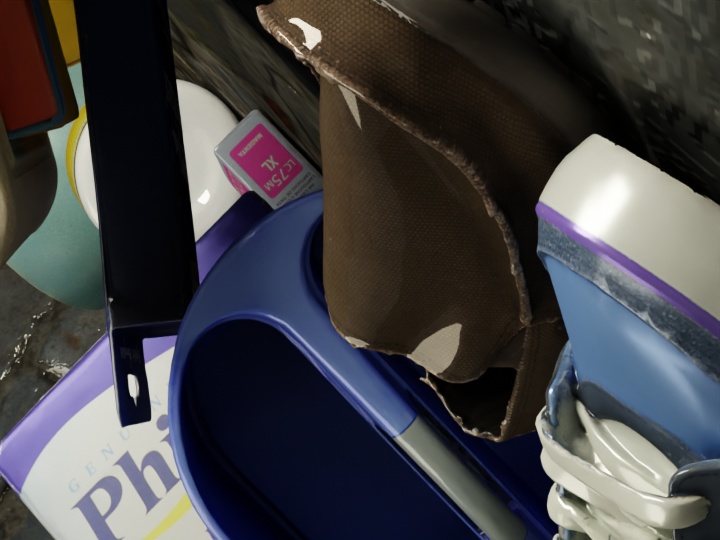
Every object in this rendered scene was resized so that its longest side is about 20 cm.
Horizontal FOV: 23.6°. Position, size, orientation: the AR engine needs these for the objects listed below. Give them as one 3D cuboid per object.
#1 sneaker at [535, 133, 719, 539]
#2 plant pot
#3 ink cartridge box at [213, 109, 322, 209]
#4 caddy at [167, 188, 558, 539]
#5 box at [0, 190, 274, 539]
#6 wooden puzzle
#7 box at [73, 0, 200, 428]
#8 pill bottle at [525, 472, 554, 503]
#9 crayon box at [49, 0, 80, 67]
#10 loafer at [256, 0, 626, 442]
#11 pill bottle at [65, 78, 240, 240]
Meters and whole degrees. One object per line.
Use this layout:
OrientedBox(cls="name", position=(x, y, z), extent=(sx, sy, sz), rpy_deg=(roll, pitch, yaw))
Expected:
OrientedBox(cls="sneaker", position=(0.063, 0.085, 0.377), extent=(0.200, 0.147, 0.081), rpy_deg=(47, 176, -35))
OrientedBox(cls="plant pot", position=(-0.206, -0.091, 1.320), extent=(0.200, 0.134, 0.201), rpy_deg=(47, -161, -22))
OrientedBox(cls="ink cartridge box", position=(0.000, 0.000, 0.983), extent=(0.200, 0.042, 0.119), rpy_deg=(44, 176, 4))
OrientedBox(cls="caddy", position=(0.025, 0.058, 0.580), extent=(0.200, 0.141, 0.105), rpy_deg=(46, -179, -14))
OrientedBox(cls="box", position=(-0.042, 0.101, 0.832), extent=(0.200, 0.184, 0.105), rpy_deg=(44, 178, 14))
OrientedBox(cls="wooden puzzle", position=(-0.121, -0.104, 0.541), extent=(0.185, 0.037, 0.202), rpy_deg=(-136, 35, -81))
OrientedBox(cls="box", position=(-0.085, -0.043, 0.663), extent=(0.121, 0.032, 0.202), rpy_deg=(120, 144, -86))
OrientedBox(cls="pill bottle", position=(0.034, 0.065, 0.708), extent=(0.200, 0.112, 0.111), rpy_deg=(42, 176, 2))
OrientedBox(cls="crayon box", position=(-0.169, -0.149, 0.734), extent=(0.202, 0.050, 0.127), rpy_deg=(67, 169, -18))
OrientedBox(cls="loafer", position=(0.024, -0.006, 0.412), extent=(0.073, 0.071, 0.200), rpy_deg=(42, 175, 36))
OrientedBox(cls="pill bottle", position=(-0.139, -0.073, 1.150), extent=(0.112, 0.112, 0.200), rpy_deg=(46, 176, -14))
